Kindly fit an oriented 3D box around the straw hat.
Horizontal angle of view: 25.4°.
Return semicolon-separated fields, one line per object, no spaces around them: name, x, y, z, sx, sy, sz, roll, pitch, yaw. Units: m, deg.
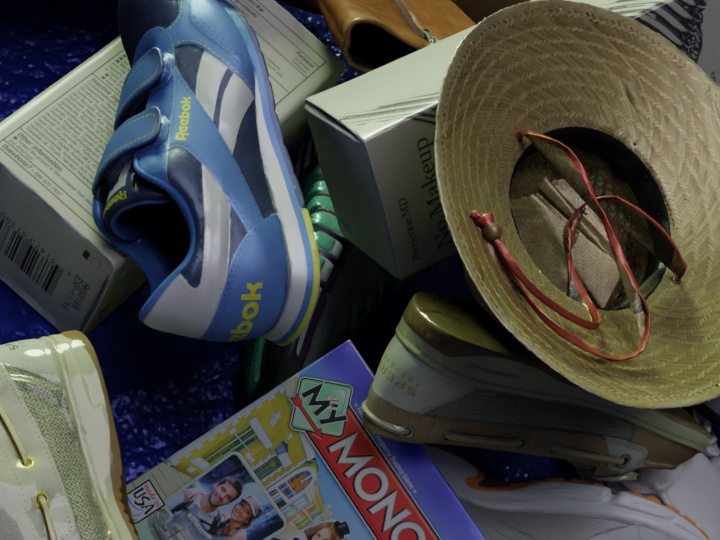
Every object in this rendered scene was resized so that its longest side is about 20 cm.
straw hat;0.091;-0.015;0.709;0.201;0.085;0.201;14;57;-24

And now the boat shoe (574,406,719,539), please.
boat shoe;0.156;0.087;0.853;0.072;0.066;0.200;-19;68;-35

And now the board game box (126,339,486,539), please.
board game box;-0.005;0.150;0.715;0.134;0.029;0.200;-33;74;-7

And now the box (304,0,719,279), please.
box;0.080;-0.078;0.774;0.200;0.082;0.068;-27;32;-16

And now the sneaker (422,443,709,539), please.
sneaker;0.074;0.147;0.772;0.200;0.076;0.092;13;64;-3

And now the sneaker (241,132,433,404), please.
sneaker;0.000;0.000;0.833;0.087;0.074;0.200;25;50;-15

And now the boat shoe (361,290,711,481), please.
boat shoe;0.086;0.067;0.752;0.200;0.063;0.073;18;17;-42

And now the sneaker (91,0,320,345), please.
sneaker;-0.084;-0.058;0.728;0.082;0.074;0.200;-7;63;-29

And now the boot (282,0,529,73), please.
boot;0.049;-0.148;0.890;0.188;0.069;0.200;12;19;-26

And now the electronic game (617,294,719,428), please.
electronic game;0.213;0.000;0.881;0.200;0.042;0.200;14;62;-28

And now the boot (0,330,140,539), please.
boot;-0.171;0.126;0.662;0.154;0.072;0.200;-5;66;-25

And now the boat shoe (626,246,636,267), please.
boat shoe;0.200;-0.058;0.828;0.202;0.065;0.074;-36;91;-39

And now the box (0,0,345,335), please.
box;-0.106;-0.066;0.819;0.095;0.078;0.200;42;50;4
